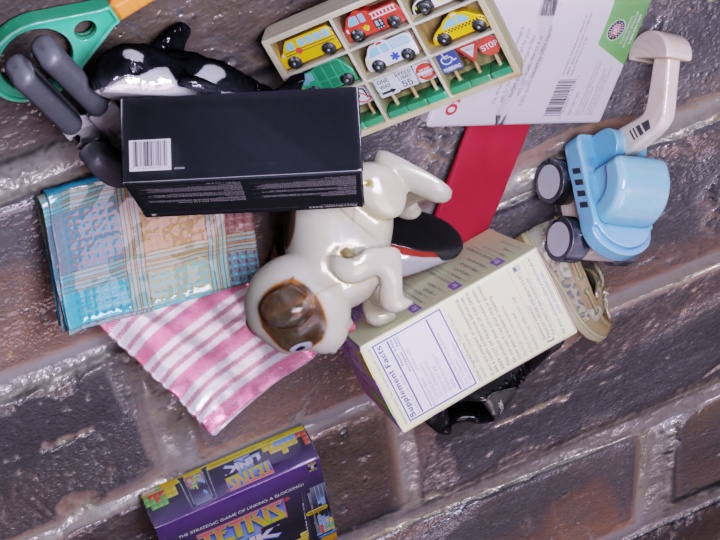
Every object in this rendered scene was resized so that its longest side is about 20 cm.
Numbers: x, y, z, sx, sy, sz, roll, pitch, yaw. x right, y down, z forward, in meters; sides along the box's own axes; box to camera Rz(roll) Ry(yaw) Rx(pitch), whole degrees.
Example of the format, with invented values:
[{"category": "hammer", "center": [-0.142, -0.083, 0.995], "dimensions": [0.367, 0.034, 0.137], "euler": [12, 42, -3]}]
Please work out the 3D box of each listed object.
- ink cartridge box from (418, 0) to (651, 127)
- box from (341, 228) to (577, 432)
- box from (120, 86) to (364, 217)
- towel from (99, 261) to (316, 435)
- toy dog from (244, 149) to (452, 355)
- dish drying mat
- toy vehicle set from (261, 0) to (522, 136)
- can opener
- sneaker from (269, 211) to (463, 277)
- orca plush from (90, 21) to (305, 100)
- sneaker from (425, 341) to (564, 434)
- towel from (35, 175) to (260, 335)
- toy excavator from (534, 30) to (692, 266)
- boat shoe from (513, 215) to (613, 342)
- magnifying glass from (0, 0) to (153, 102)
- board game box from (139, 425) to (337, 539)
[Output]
[{"category": "ink cartridge box", "center": [0.148, -0.215, 1.610], "dimensions": [0.198, 0.085, 0.147], "euler": [-3, 133, -28]}, {"category": "box", "center": [0.088, 0.055, 1.731], "dimensions": [0.199, 0.176, 0.097], "euler": [-29, 102, -7]}, {"category": "box", "center": [-0.097, -0.099, 1.485], "dimensions": [0.198, 0.080, 0.141], "euler": [-3, 168, 0]}, {"category": "towel", "center": [-0.154, 0.058, 1.699], "dimensions": [0.146, 0.030, 0.200], "euler": [-38, 119, 9]}, {"category": "toy dog", "center": [-0.032, -0.016, 1.606], "dimensions": [0.193, 0.139, 0.201], "euler": [31, 75, -19]}, {"category": "dish drying mat", "center": [0.119, -0.096, 1.767], "dimensions": [0.076, 0.018, 0.201], "euler": [-5, 133, -28]}, {"category": "toy vehicle set", "center": [0.028, -0.192, 1.519], "dimensions": [0.199, 0.027, 0.125], "euler": [-19, 123, 22]}, {"category": "can opener", "center": [-0.231, -0.127, 1.460], "dimensions": [0.053, 0.067, 0.200], "euler": [-35, 159, 1]}, {"category": "sneaker", "center": [-0.001, -0.001, 1.754], "dimensions": [0.200, 0.067, 0.108], "euler": [-3, 134, -24]}, {"category": "orca plush", "center": [-0.139, -0.178, 1.481], "dimensions": [0.198, 0.105, 0.072], "euler": [1, 87, -26]}, {"category": "sneaker", "center": [0.151, 0.127, 1.957], "dimensions": [0.199, 0.091, 0.067], "euler": [-24, 141, -7]}, {"category": "towel", "center": [-0.193, -0.030, 1.608], "dimensions": [0.198, 0.022, 0.148], "euler": [-15, 119, -17]}, {"category": "toy excavator", "center": [0.274, -0.119, 1.762], "dimensions": [0.099, 0.196, 0.200], "euler": [5, 157, -34]}, {"category": "boat shoe", "center": [0.238, 0.012, 1.906], "dimensions": [0.062, 0.074, 0.200], "euler": [-35, 139, 10]}, {"category": "magnifying glass", "center": [-0.223, -0.206, 1.442], "dimensions": [0.199, 0.022, 0.080], "euler": [-32, 140, 1]}, {"category": "board game box", "center": [-0.134, 0.278, 1.965], "dimensions": [0.199, 0.057, 0.166], "euler": [-23, 140, -10]}]
